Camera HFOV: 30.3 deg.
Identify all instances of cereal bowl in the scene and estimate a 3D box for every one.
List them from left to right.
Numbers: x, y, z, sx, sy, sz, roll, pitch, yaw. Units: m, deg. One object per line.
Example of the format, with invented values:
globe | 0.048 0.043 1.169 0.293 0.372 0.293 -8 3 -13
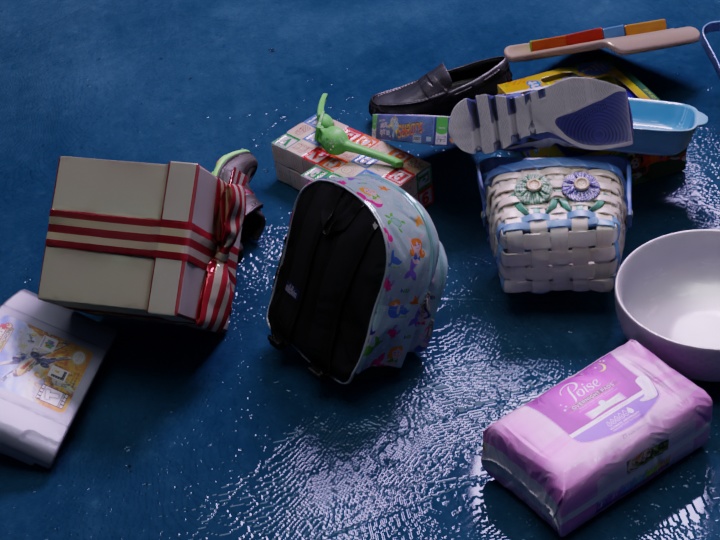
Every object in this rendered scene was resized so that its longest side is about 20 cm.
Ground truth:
cereal bowl | 0.364 0.047 1.382 0.200 0.083 0.200 -4 39 3

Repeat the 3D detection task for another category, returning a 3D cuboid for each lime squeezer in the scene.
lime squeezer | -0.027 -0.178 1.662 0.071 0.038 0.200 -23 41 -19

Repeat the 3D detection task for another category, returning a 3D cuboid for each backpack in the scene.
backpack | 0.000 0.000 1.407 0.151 0.200 0.178 -11 33 -38

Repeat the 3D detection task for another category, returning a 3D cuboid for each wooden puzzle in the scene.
wooden puzzle | 0.322 -0.310 1.783 0.185 0.037 0.200 -15 14 -38

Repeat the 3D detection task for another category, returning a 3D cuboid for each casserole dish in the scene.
casserole dish | 0.304 -0.171 1.565 0.200 0.039 0.121 8 24 12

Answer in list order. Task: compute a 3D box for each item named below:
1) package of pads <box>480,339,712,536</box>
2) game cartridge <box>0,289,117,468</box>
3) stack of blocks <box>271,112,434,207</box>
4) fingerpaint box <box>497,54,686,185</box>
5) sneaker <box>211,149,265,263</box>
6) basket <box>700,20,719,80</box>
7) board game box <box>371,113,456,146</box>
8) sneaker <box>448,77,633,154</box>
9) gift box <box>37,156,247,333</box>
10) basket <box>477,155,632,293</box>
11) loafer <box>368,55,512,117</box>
package of pads | 0.225 0.157 1.272 0.200 0.076 0.121 -28 44 -24
game cartridge | -0.352 0.108 1.411 0.133 0.042 0.200 27 41 -10
stack of blocks | -0.021 -0.118 1.663 0.200 0.059 0.115 29 51 36
fingerpaint box | 0.290 -0.184 1.687 0.167 0.073 0.200 -16 39 -12
sneaker | -0.155 -0.071 1.630 0.084 0.077 0.200 14 44 -1
basket | 0.539 -0.250 1.677 0.176 0.139 0.200 -9 49 0
board game box | 0.111 -0.171 1.631 0.135 0.034 0.200 1 7 -20
sneaker | 0.202 -0.172 1.486 0.199 0.081 0.115 -3 7 10
gift box | -0.218 -0.031 1.462 0.187 0.185 0.200 6 -2 15
basket | 0.222 -0.068 1.490 0.176 0.139 0.200 -3 33 5
loafer | 0.107 -0.247 1.795 0.200 0.070 0.068 -12 38 -6
